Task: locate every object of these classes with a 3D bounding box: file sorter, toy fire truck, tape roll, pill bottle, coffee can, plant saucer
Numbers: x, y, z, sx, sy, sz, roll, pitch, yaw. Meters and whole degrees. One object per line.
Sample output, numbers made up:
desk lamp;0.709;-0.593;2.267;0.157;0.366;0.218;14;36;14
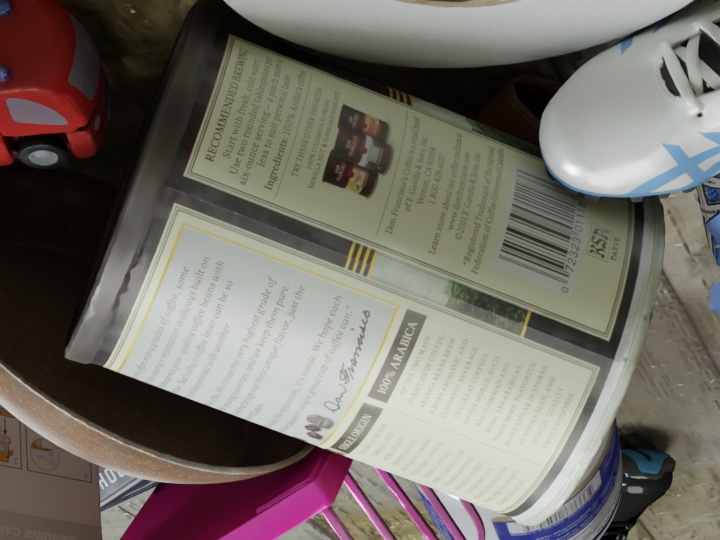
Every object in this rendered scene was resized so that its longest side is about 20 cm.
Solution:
file sorter;-0.026;0.145;0.963;0.138;0.126;0.200;-32;-173;14
toy fire truck;-0.204;-0.086;0.805;0.198;0.049;0.141;-4;155;3
tape roll;0.039;-0.133;0.731;0.201;0.037;0.203;-2;156;-1
pill bottle;0.089;0.106;1.191;0.119;0.121;0.200;-5;157;7
coffee can;0.000;0.000;0.832;0.199;0.147;0.146;21;153;-9
plant saucer;-0.107;0.028;0.901;0.199;0.201;0.037;16;120;-36

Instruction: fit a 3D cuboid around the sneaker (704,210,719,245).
sneaker;0.227;-0.029;0.840;0.199;0.078;0.070;-23;168;-31

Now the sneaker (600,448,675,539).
sneaker;0.155;0.175;1.407;0.073;0.083;0.200;7;154;-17

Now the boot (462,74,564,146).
boot;0.026;-0.036;0.933;0.199;0.074;0.155;11;146;-26

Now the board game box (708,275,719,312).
board game box;0.276;0.000;1.068;0.199;0.039;0.158;19;155;-33

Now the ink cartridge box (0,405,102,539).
ink cartridge box;-0.208;0.039;0.934;0.199;0.177;0.045;17;148;-37

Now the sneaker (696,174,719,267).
sneaker;0.181;-0.043;0.903;0.075;0.078;0.200;-7;154;15

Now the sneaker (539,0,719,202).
sneaker;0.156;-0.087;0.777;0.199;0.072;0.073;-23;153;5

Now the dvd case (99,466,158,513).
dvd case;-0.060;0.068;1.081;0.200;0.025;0.150;-35;172;32
